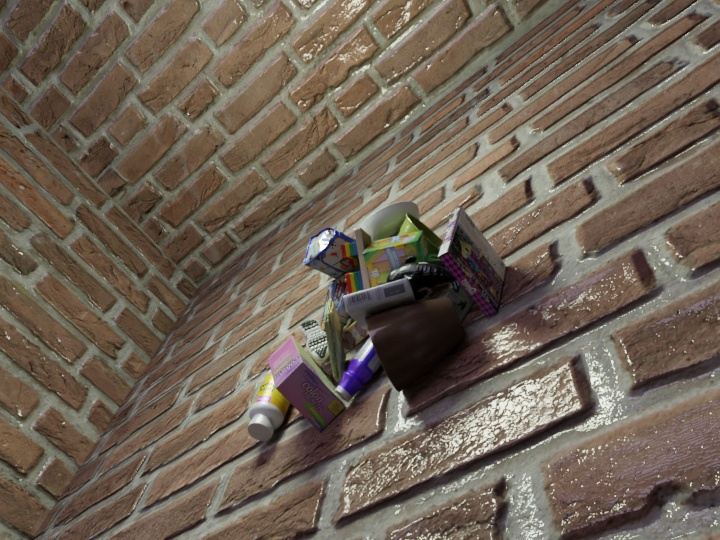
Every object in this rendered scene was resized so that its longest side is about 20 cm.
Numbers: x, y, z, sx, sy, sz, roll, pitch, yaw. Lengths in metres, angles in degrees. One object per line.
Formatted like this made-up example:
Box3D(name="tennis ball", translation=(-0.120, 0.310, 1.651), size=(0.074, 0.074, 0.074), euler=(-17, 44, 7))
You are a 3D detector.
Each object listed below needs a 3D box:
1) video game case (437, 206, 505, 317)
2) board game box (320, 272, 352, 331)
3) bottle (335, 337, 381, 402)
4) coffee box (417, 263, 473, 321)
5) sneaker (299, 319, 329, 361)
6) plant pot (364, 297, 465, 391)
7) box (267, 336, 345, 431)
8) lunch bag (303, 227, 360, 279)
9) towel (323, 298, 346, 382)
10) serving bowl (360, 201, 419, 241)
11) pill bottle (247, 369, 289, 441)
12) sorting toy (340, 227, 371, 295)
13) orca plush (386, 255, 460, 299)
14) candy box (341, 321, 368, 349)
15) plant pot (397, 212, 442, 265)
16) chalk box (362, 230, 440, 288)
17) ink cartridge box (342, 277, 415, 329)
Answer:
Box3D(name="video game case", translation=(0.269, -0.022, 1.339), size=(0.035, 0.200, 0.183), euler=(-27, 25, 37))
Box3D(name="board game box", translation=(-0.066, 0.125, 1.752), size=(0.199, 0.060, 0.205), euler=(155, 131, -67))
Box3D(name="bottle", translation=(0.011, 0.248, 1.476), size=(0.201, 0.065, 0.083), euler=(-51, 10, -21))
Box3D(name="coffee box", translation=(0.245, 0.035, 1.443), size=(0.201, 0.080, 0.112), euler=(-52, 21, -25))
Box3D(name="sneaker", translation=(-0.126, 0.220, 1.670), size=(0.073, 0.083, 0.200), euler=(-15, 23, -10))
Box3D(name="plant pot", translation=(0.136, 0.149, 1.312), size=(0.197, 0.189, 0.188), euler=(-27, 21, 5))
Box3D(name="box", translation=(-0.149, 0.299, 1.517), size=(0.096, 0.177, 0.200), euler=(-42, 20, -4))
Box3D(name="lunch bag", translation=(-0.061, -0.050, 1.756), size=(0.199, 0.167, 0.127), euler=(-25, 46, 54))
Box3D(name="towel", translation=(-0.070, 0.191, 1.569), size=(0.035, 0.205, 0.149), euler=(-7, 16, 2))
Box3D(name="serving bowl", translation=(0.098, -0.127, 1.734), size=(0.196, 0.067, 0.201), euler=(-19, -21, -8))
Box3D(name="pill bottle", translation=(-0.261, 0.392, 1.650), size=(0.103, 0.105, 0.202), euler=(-30, 23, 29))
Box3D(name="sorting toy", translation=(0.000, 0.000, 1.581), size=(0.068, 0.205, 0.199), euler=(-10, -6, 8))
Box3D(name="orca plush", translation=(0.142, 0.029, 1.367), size=(0.196, 0.108, 0.071), euler=(14, 18, 28))
Box3D(name="candy box", translation=(0.047, 0.129, 1.553), size=(0.200, 0.056, 0.115), euler=(-42, -12, 36))
Box3D(name="plant pot", translation=(0.147, -0.028, 1.643), size=(0.191, 0.199, 0.201), euler=(-48, 17, 15))
Box3D(name="chalk box", translation=(0.121, -0.025, 1.489), size=(0.195, 0.127, 0.125), euler=(-13, 12, 15))
Box3D(name="ink cartridge box", translation=(0.056, 0.084, 1.382), size=(0.159, 0.058, 0.200), euler=(-17, -15, 7))
